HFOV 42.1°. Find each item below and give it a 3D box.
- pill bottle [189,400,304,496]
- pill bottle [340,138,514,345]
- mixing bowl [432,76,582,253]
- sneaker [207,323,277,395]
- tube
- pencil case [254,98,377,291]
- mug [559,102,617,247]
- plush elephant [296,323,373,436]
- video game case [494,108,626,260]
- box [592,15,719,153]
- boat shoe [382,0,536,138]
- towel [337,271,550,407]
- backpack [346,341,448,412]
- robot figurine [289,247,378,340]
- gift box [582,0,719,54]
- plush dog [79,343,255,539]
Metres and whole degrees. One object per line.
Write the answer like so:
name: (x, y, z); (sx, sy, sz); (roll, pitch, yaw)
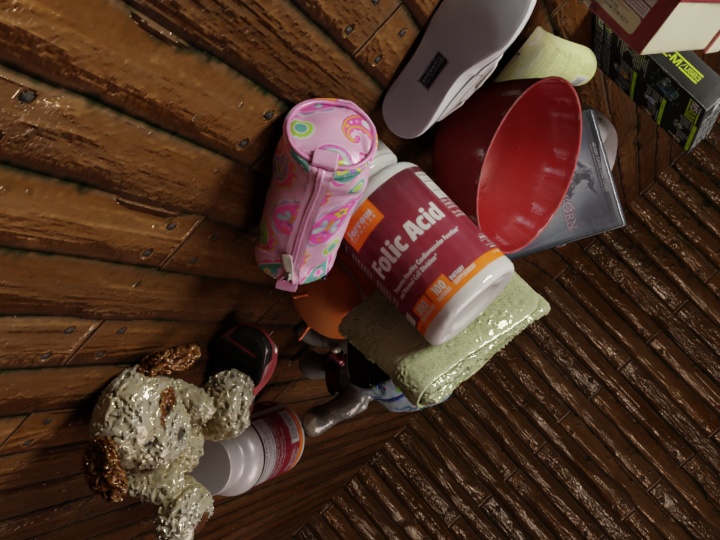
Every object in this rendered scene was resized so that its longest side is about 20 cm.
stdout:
pill bottle: (-0.170, 0.257, 1.342); (0.113, 0.113, 0.200); (-48, 164, 17)
pill bottle: (0.047, -0.034, 0.931); (0.114, 0.200, 0.114); (-40, 165, -13)
mixing bowl: (0.152, -0.130, 1.058); (0.199, 0.108, 0.202); (-27, 129, -39)
sneaker: (-0.134, 0.101, 1.128); (0.087, 0.074, 0.200); (-50, 175, -32)
tube: (0.225, -0.251, 1.113); (0.199, 0.051, 0.059); (-14, 106, -56)
pencil case: (-0.044, -0.063, 0.840); (0.087, 0.088, 0.201); (-34, 162, -32)
mug: (0.289, -0.151, 1.325); (0.176, 0.147, 0.200); (-52, -178, -12)
plush elephant: (-0.017, 0.112, 1.304); (0.198, 0.156, 0.165); (-14, -145, 13)
video game case: (0.206, -0.094, 1.137); (0.198, 0.144, 0.019); (-17, 175, 26)
box: (0.381, -0.256, 1.211); (0.048, 0.193, 0.200); (-44, 164, 4)
boat shoe: (0.094, -0.206, 0.863); (0.200, 0.074, 0.065); (-42, 174, 38)
towel: (0.088, 0.046, 0.993); (0.199, 0.148, 0.037); (-34, 146, -24)
backpack: (0.057, 0.075, 1.176); (0.162, 0.154, 0.201); (-16, -143, 35)
robot figurine: (0.000, -0.001, 1.072); (0.199, 0.117, 0.144); (-37, -168, -25)
gift box: (0.283, -0.307, 0.860); (0.186, 0.185, 0.200); (-16, 155, -42)
plush dog: (-0.219, 0.163, 0.975); (0.172, 0.159, 0.201); (72, 37, -59)
